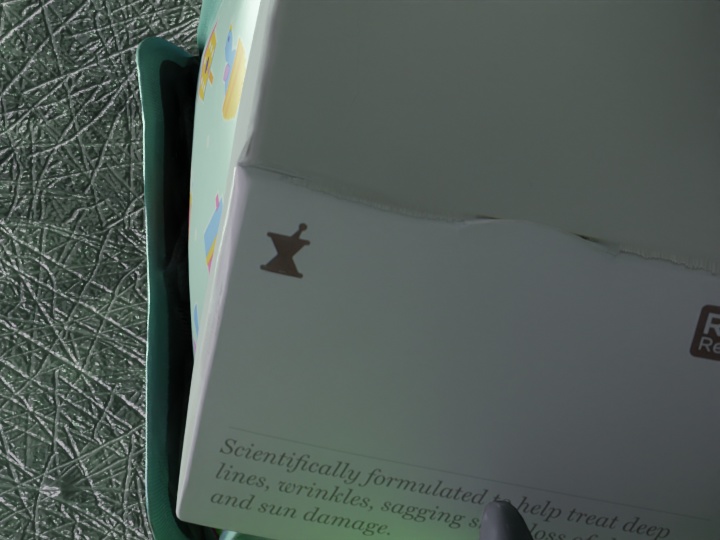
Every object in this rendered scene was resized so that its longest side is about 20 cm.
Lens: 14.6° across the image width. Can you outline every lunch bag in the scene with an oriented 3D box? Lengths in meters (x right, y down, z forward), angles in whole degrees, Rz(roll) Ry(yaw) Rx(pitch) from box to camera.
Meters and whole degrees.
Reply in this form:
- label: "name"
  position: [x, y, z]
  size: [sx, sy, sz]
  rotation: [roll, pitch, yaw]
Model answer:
- label: "lunch bag"
  position: [0.000, 0.000, 0.797]
  size: [0.200, 0.121, 0.171]
  rotation: [138, 131, -67]

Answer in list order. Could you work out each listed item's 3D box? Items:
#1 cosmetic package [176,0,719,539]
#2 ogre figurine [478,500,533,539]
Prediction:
- label: "cosmetic package"
  position: [0.027, -0.021, 0.595]
  size: [0.200, 0.112, 0.081]
  rotation: [-82, 5, -61]
- label: "ogre figurine"
  position: [0.032, 0.134, 0.502]
  size: [0.120, 0.098, 0.201]
  rotation: [-116, 9, -52]
